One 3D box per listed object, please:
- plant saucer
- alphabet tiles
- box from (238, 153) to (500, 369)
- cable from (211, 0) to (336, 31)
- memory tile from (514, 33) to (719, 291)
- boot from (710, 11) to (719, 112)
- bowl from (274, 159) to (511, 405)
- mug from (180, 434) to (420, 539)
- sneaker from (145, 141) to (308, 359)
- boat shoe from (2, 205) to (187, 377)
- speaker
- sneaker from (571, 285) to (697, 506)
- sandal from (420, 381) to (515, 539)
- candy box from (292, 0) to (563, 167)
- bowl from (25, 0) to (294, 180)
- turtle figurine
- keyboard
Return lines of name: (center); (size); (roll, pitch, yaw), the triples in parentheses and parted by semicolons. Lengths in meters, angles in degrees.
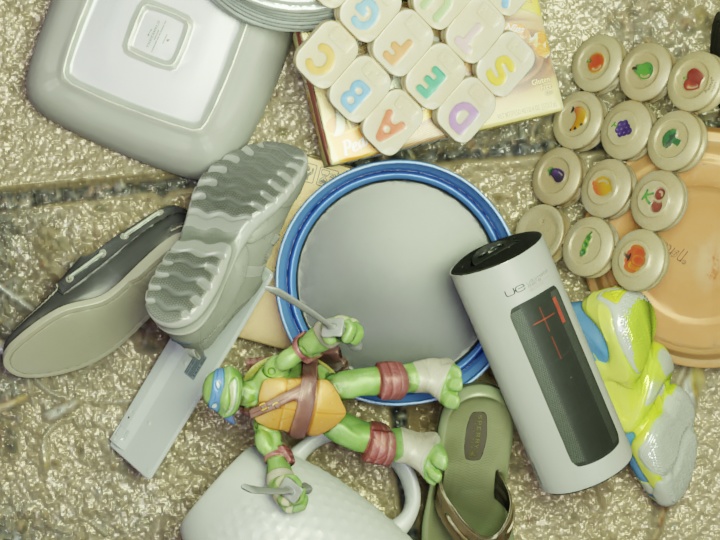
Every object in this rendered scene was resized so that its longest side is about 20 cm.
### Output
plant saucer: (0.278, -0.016, 1.618); (0.200, 0.032, 0.201); (4, 105, 17)
alphabet tiles: (0.048, -0.197, 1.554); (0.196, 0.015, 0.200); (-48, 116, -4)
box: (0.000, 0.000, 1.653); (0.199, 0.021, 0.164); (15, 92, -2)
cable: (-0.048, -0.290, 1.562); (0.199, 0.069, 0.201); (4, 86, -8)
memory tile: (0.208, -0.090, 1.608); (0.153, 0.017, 0.201); (18, 91, 43)
boot: (0.377, -0.133, 1.630); (0.150, 0.073, 0.201); (-17, 96, 1)
bowl: (0.031, 0.010, 1.623); (0.200, 0.039, 0.201); (0, 93, 0)
mug: (-0.036, 0.214, 1.607); (0.175, 0.148, 0.200); (41, 70, 5)
sneaker: (-0.106, -0.020, 1.595); (0.075, 0.082, 0.200); (21, 62, 26)
boat shoe: (-0.213, 0.017, 1.643); (0.200, 0.073, 0.063); (-33, 49, 5)
speaker: (0.143, 0.072, 1.573); (0.081, 0.081, 0.200); (-23, 102, 0)
sneaker: (0.211, 0.102, 1.645); (0.105, 0.076, 0.201); (2, 117, 39)
sandal: (0.092, 0.190, 1.621); (0.080, 0.057, 0.202); (-6, 114, -10)
candy box: (0.055, -0.163, 1.623); (0.199, 0.055, 0.116); (-14, 91, -6)
bowl: (-0.162, -0.190, 1.620); (0.199, 0.075, 0.201); (23, 90, -2)
turtle figurine: (-0.016, 0.113, 1.524); (0.193, 0.200, 0.144); (6, 71, -18)
keyboard: (-0.140, 0.075, 1.639); (0.056, 0.011, 0.200); (34, 96, 30)
